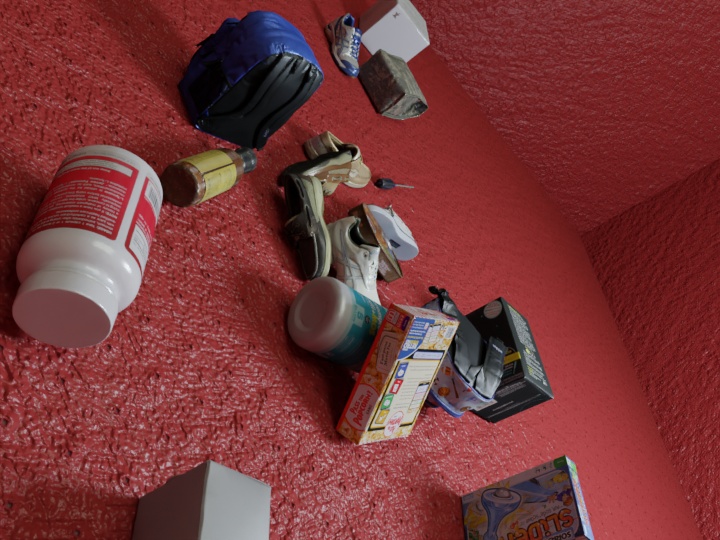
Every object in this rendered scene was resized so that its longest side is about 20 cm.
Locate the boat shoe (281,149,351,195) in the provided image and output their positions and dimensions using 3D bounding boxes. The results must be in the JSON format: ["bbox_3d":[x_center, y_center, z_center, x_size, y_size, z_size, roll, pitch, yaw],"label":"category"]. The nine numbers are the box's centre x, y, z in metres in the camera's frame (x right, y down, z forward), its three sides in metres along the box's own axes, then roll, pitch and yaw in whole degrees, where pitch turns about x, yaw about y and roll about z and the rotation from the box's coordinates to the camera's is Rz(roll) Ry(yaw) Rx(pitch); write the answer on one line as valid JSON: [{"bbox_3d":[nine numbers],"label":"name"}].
[{"bbox_3d":[-0.071,-0.175,1.207,0.200,0.076,0.074,-33,119,-54],"label":"boat shoe"}]

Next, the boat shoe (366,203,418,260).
[{"bbox_3d":[0.054,-0.100,1.347,0.202,0.075,0.086,33,36,-46],"label":"boat shoe"}]

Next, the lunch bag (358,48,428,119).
[{"bbox_3d":[0.103,-0.529,1.861,0.200,0.118,0.164,-10,69,-58],"label":"lunch bag"}]

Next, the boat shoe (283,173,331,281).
[{"bbox_3d":[-0.095,-0.072,1.064,0.066,0.072,0.201,9,61,-32],"label":"boat shoe"}]

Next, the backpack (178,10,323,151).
[{"bbox_3d":[-0.177,-0.322,1.037,0.162,0.200,0.168,3,59,-59],"label":"backpack"}]

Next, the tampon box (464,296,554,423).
[{"bbox_3d":[0.285,0.188,1.348,0.126,0.150,0.200,36,33,-39],"label":"tampon box"}]

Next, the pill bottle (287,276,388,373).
[{"bbox_3d":[-0.007,0.094,0.979,0.200,0.111,0.111,32,36,-43],"label":"pill bottle"}]

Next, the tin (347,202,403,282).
[{"bbox_3d":[0.030,-0.049,1.230,0.200,0.042,0.112,52,11,-55],"label":"tin"}]

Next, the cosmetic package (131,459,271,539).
[{"bbox_3d":[-0.142,0.278,0.543,0.090,0.107,0.200,40,33,-33],"label":"cosmetic package"}]

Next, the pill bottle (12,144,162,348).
[{"bbox_3d":[-0.270,-0.026,0.644,0.112,0.112,0.200,39,31,-34],"label":"pill bottle"}]

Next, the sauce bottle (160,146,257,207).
[{"bbox_3d":[-0.211,-0.142,0.935,0.066,0.066,0.200,56,25,-5],"label":"sauce bottle"}]

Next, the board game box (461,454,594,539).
[{"bbox_3d":[0.256,0.390,1.015,0.034,0.200,0.135,43,29,-28],"label":"board game box"}]

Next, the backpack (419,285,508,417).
[{"bbox_3d":[0.158,0.161,1.154,0.200,0.154,0.191,41,22,-20],"label":"backpack"}]

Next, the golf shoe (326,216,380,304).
[{"bbox_3d":[0.000,0.000,1.114,0.200,0.097,0.078,61,24,3],"label":"golf shoe"}]

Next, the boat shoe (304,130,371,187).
[{"bbox_3d":[-0.030,-0.233,1.349,0.200,0.069,0.074,18,46,-53],"label":"boat shoe"}]

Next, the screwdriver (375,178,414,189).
[{"bbox_3d":[0.088,-0.208,1.588,0.028,0.029,0.200,62,22,10],"label":"screwdriver"}]

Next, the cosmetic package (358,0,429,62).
[{"bbox_3d":[0.107,-0.782,2.091,0.167,0.166,0.200,43,29,-28],"label":"cosmetic package"}]

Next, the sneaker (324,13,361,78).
[{"bbox_3d":[-0.034,-0.618,1.751,0.075,0.088,0.200,19,47,-56],"label":"sneaker"}]

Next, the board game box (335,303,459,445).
[{"bbox_3d":[0.059,0.153,0.948,0.046,0.200,0.151,27,7,33],"label":"board game box"}]
